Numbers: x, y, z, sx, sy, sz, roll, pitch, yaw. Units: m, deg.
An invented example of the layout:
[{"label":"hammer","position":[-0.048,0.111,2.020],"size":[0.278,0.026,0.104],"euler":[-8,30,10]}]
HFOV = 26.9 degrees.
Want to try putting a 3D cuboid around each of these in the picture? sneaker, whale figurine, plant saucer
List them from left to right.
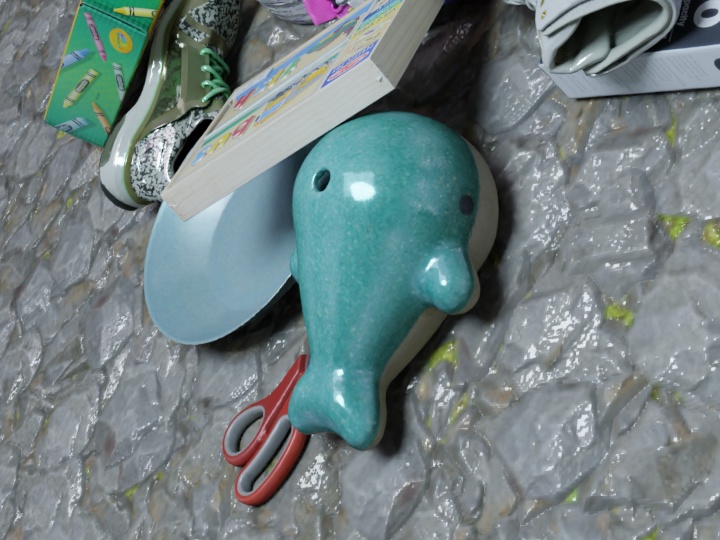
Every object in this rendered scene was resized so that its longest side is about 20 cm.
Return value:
[{"label":"sneaker","position":[-0.123,-0.132,1.169],"size":[0.088,0.077,0.202],"euler":[17,82,33]},{"label":"plant saucer","position":[-0.075,-0.035,1.057],"size":[0.200,0.039,0.203],"euler":[-29,46,35]},{"label":"whale figurine","position":[0.000,0.000,0.891],"size":[0.158,0.103,0.202],"euler":[11,78,49]},{"label":"sneaker","position":[0.100,-0.162,0.843],"size":[0.199,0.073,0.117],"euler":[-9,57,48]}]

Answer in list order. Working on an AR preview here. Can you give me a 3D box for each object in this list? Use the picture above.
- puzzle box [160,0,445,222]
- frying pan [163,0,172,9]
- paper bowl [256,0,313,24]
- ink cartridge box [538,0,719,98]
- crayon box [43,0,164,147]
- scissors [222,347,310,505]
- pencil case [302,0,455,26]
[{"label":"puzzle box","position":[-0.035,-0.115,0.965],"size":[0.199,0.025,0.134],"euler":[-28,23,37]},{"label":"frying pan","position":[-0.193,-0.254,1.354],"size":[0.114,0.031,0.192],"euler":[-31,42,34]},{"label":"paper bowl","position":[-0.037,-0.298,1.138],"size":[0.200,0.104,0.203],"euler":[-29,45,33]},{"label":"ink cartridge box","position":[0.208,-0.196,0.835],"size":[0.199,0.043,0.200],"euler":[3,68,49]},{"label":"crayon box","position":[-0.198,-0.200,1.221],"size":[0.200,0.058,0.120],"euler":[132,158,-61]},{"label":"scissors","position":[-0.025,0.059,0.960],"size":[0.201,0.014,0.073],"euler":[-53,35,7]},{"label":"pencil case","position":[0.056,-0.216,0.990],"size":[0.199,0.088,0.089],"euler":[-21,51,41]}]
